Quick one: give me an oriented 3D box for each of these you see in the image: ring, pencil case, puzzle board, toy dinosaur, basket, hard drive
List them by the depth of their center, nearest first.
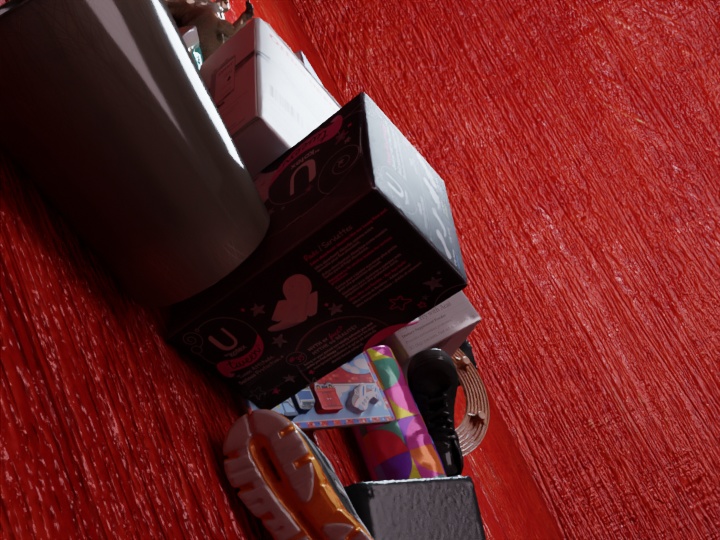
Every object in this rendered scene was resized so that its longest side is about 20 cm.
[{"bbox_3d":[-0.153,-0.089,0.555,0.181,0.134,0.202,-90,154,-59],"label":"basket"},{"bbox_3d":[0.056,0.262,0.653,0.138,0.033,0.203,10,61,-42],"label":"hard drive"},{"bbox_3d":[-0.053,0.072,0.776,0.199,0.017,0.152,10,50,-54],"label":"puzzle board"},{"bbox_3d":[0.030,0.182,0.935,0.202,0.088,0.088,63,9,24],"label":"pencil case"},{"bbox_3d":[-0.176,-0.242,0.940,0.202,0.134,0.086,64,-11,-25],"label":"toy dinosaur"},{"bbox_3d":[0.086,0.154,1.122,0.198,0.019,0.202,17,47,-19],"label":"ring"}]

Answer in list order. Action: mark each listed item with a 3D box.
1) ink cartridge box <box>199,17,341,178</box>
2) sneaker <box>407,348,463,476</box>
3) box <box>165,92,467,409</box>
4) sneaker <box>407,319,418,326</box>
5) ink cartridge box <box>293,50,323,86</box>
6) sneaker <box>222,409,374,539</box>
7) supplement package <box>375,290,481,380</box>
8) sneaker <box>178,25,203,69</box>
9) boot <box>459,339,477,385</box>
[{"bbox_3d":[-0.075,-0.117,0.781,0.146,0.082,0.201,44,22,-33],"label":"ink cartridge box"},{"bbox_3d":[0.091,0.191,0.984,0.105,0.059,0.202,-102,-174,-46],"label":"sneaker"},{"bbox_3d":[-0.037,-0.013,0.650,0.115,0.199,0.133,43,25,-33],"label":"box"},{"bbox_3d":[0.000,0.000,0.923,0.200,0.080,0.090,25,-53,63],"label":"sneaker"},{"bbox_3d":[-0.082,-0.144,1.071,0.201,0.144,0.084,55,11,-38],"label":"ink cartridge box"},{"bbox_3d":[-0.026,0.190,0.603,0.202,0.077,0.077,64,1,11],"label":"sneaker"},{"bbox_3d":[0.034,0.030,1.080,0.201,0.120,0.120,56,-30,18],"label":"supplement package"},{"bbox_3d":[-0.184,-0.174,0.811,0.201,0.070,0.081,-77,154,-63],"label":"sneaker"},{"bbox_3d":[0.111,0.168,1.195,0.167,0.077,0.202,-15,67,-41],"label":"boot"}]
